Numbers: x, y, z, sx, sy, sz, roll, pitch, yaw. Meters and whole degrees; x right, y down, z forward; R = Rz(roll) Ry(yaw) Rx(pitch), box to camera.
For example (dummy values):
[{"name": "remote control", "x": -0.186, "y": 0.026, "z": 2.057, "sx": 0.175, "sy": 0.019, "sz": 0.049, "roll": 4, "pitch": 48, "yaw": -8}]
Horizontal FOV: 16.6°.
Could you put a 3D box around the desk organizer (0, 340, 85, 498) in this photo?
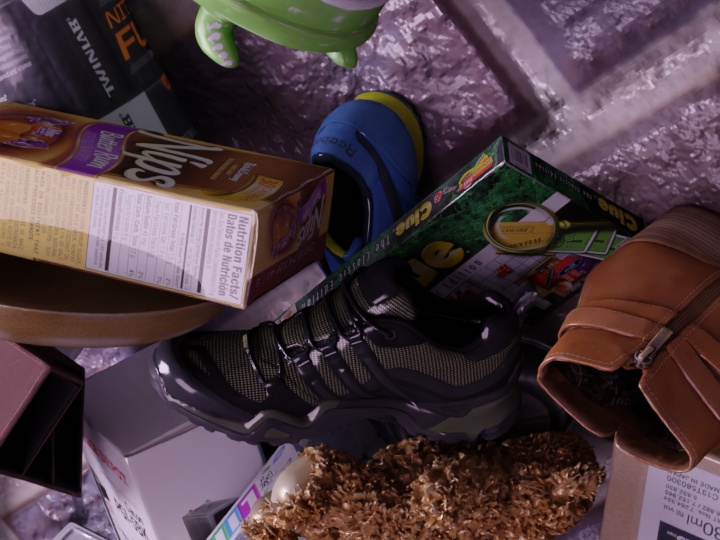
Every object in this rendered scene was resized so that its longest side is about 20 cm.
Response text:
[{"name": "desk organizer", "x": -0.194, "y": 0.072, "z": 1.386, "sx": 0.077, "sy": 0.072, "sz": 0.200, "roll": 33, "pitch": 177, "yaw": 12}]

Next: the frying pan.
[{"name": "frying pan", "x": 0.037, "y": 0.065, "z": 1.365, "sx": 0.190, "sy": 0.031, "sz": 0.115, "roll": 22, "pitch": 131, "yaw": -27}]

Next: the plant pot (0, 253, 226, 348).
[{"name": "plant pot", "x": -0.160, "y": 0.003, "z": 1.286, "sx": 0.200, "sy": 0.200, "sz": 0.028, "roll": 16, "pitch": 108, "yaw": 27}]

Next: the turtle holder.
[{"name": "turtle holder", "x": -0.047, "y": -0.199, "z": 1.265, "sx": 0.132, "sy": 0.141, "sz": 0.186, "roll": -60, "pitch": 37, "yaw": 28}]

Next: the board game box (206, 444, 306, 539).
[{"name": "board game box", "x": -0.004, "y": 0.206, "z": 1.451, "sx": 0.200, "sy": 0.034, "sz": 0.135, "roll": 36, "pitch": 97, "yaw": -21}]

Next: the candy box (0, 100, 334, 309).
[{"name": "candy box", "x": -0.127, "y": -0.038, "z": 1.296, "sx": 0.199, "sy": 0.117, "sz": 0.057, "roll": 14, "pitch": 107, "yaw": 16}]

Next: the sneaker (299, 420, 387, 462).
[{"name": "sneaker", "x": -0.020, "y": 0.170, "z": 1.515, "sx": 0.082, "sy": 0.077, "sz": 0.201, "roll": 8, "pitch": 122, "yaw": 40}]

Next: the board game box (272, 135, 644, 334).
[{"name": "board game box", "x": 0.048, "y": 0.009, "z": 1.335, "sx": 0.105, "sy": 0.024, "sz": 0.200, "roll": 29, "pitch": 131, "yaw": -28}]

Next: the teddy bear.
[{"name": "teddy bear", "x": 0.033, "y": 0.131, "z": 1.335, "sx": 0.145, "sy": 0.200, "sz": 0.067, "roll": -37, "pitch": 55, "yaw": 50}]

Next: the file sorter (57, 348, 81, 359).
[{"name": "file sorter", "x": -0.277, "y": 0.010, "z": 1.499, "sx": 0.124, "sy": 0.139, "sz": 0.200, "roll": 20, "pitch": 152, "yaw": 32}]

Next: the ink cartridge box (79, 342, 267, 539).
[{"name": "ink cartridge box", "x": -0.099, "y": 0.160, "z": 1.515, "sx": 0.147, "sy": 0.083, "sz": 0.200, "roll": 31, "pitch": 143, "yaw": 64}]

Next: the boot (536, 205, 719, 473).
[{"name": "boot", "x": 0.197, "y": 0.047, "z": 1.214, "sx": 0.200, "sy": 0.155, "sz": 0.077, "roll": 29, "pitch": 131, "yaw": 16}]

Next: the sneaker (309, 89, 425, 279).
[{"name": "sneaker", "x": 0.000, "y": 0.000, "z": 1.385, "sx": 0.066, "sy": 0.078, "sz": 0.201, "roll": 13, "pitch": 126, "yaw": 27}]

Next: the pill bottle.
[{"name": "pill bottle", "x": -0.178, "y": -0.125, "z": 1.410, "sx": 0.106, "sy": 0.106, "sz": 0.200, "roll": -16, "pitch": 108, "yaw": 41}]

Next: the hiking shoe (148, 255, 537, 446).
[{"name": "hiking shoe", "x": -0.010, "y": 0.032, "z": 1.286, "sx": 0.199, "sy": 0.076, "sz": 0.101, "roll": 1, "pitch": 123, "yaw": -12}]

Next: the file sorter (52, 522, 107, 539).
[{"name": "file sorter", "x": -0.153, "y": 0.291, "z": 1.648, "sx": 0.200, "sy": 0.139, "sz": 0.125, "roll": 23, "pitch": 133, "yaw": 22}]

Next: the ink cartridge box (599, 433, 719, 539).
[{"name": "ink cartridge box", "x": 0.229, "y": 0.158, "z": 1.323, "sx": 0.200, "sy": 0.075, "sz": 0.165, "roll": 20, "pitch": 127, "yaw": 23}]
